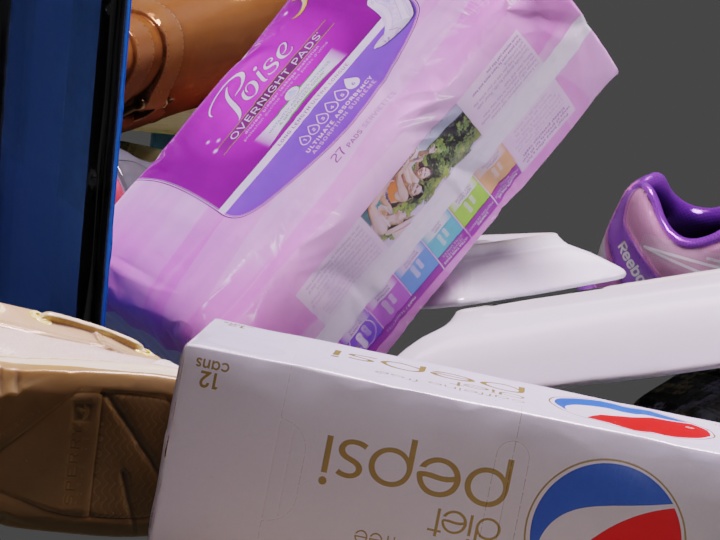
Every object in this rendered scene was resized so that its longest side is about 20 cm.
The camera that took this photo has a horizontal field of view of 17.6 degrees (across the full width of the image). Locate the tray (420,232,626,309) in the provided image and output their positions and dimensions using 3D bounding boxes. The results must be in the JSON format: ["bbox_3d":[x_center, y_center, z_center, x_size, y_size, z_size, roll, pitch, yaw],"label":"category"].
[{"bbox_3d":[0.000,0.000,0.951,0.199,0.022,0.107,-1,4,44],"label":"tray"}]

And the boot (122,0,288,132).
[{"bbox_3d":[-0.077,-0.101,1.008,0.199,0.074,0.155,-25,-4,23],"label":"boot"}]

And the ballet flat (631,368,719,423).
[{"bbox_3d":[0.179,0.058,0.813,0.199,0.072,0.072,1,15,-20],"label":"ballet flat"}]

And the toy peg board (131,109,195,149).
[{"bbox_3d":[-0.034,-0.085,1.275,0.199,0.098,0.199,5,30,-4],"label":"toy peg board"}]

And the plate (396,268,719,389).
[{"bbox_3d":[0.117,0.017,0.841,0.199,0.033,0.200,-10,-1,16],"label":"plate"}]

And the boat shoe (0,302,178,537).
[{"bbox_3d":[-0.141,0.042,0.741,0.199,0.074,0.069,13,10,-17],"label":"boat shoe"}]

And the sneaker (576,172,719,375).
[{"bbox_3d":[0.187,0.007,0.985,0.199,0.089,0.080,11,14,12],"label":"sneaker"}]

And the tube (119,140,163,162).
[{"bbox_3d":[-0.074,-0.031,1.092,0.199,0.058,0.052,11,-26,-2],"label":"tube"}]

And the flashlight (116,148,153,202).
[{"bbox_3d":[-0.062,-0.043,1.017,0.199,0.068,0.068,-19,16,-29],"label":"flashlight"}]

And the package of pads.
[{"bbox_3d":[-0.011,-0.036,0.871,0.120,0.200,0.076,27,-15,49],"label":"package of pads"}]

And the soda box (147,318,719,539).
[{"bbox_3d":[0.042,0.067,0.692,0.199,0.064,0.068,11,5,3],"label":"soda box"}]

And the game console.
[{"bbox_3d":[-0.160,-0.054,0.828,0.170,0.201,0.118,7,14,3],"label":"game console"}]
